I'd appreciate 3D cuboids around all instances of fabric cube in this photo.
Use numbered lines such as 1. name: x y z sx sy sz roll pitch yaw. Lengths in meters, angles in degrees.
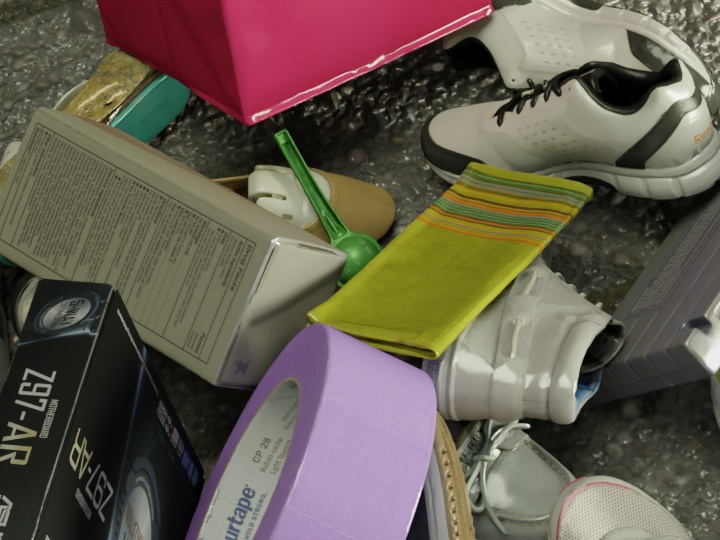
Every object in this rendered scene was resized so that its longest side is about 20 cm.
1. fabric cube: -0.059 -0.242 1.382 0.196 0.200 0.200 -28 34 -24

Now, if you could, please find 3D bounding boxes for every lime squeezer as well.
1. lime squeezer: 0.000 0.000 1.322 0.038 0.071 0.200 -39 54 4

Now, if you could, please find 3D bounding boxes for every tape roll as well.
1. tape roll: -0.035 0.131 1.150 0.065 0.200 0.201 26 58 -13

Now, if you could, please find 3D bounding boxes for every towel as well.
1. towel: 0.053 -0.009 1.246 0.086 0.018 0.200 8 31 30

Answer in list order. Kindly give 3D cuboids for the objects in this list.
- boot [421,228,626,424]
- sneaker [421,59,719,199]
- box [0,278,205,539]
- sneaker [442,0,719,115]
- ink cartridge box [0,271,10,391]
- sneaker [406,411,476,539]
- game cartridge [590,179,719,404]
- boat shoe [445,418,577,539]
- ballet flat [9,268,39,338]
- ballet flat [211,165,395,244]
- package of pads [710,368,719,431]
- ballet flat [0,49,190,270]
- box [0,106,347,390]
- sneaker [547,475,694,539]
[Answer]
1. boot: 0.105 0.032 1.255 0.095 0.074 0.200 8 30 16
2. sneaker: 0.124 -0.093 1.337 0.199 0.080 0.074 0 41 30
3. box: -0.142 0.125 1.151 0.043 0.200 0.161 4 56 15
4. sneaker: 0.140 -0.131 1.405 0.199 0.074 0.080 27 76 32
5. ink cartridge box: -0.284 0.029 1.373 0.115 0.068 0.201 -14 53 4
6. sneaker: 0.010 0.177 1.169 0.108 0.070 0.201 -9 86 11
7. game cartridge: 0.211 -0.010 1.267 0.038 0.130 0.200 41 66 -7
8. boat shoe: 0.040 0.097 1.259 0.202 0.065 0.074 31 66 29
9. ballet flat: -0.167 0.048 1.334 0.068 0.069 0.200 -28 54 -7
10. ballet flat: -0.079 -0.034 1.377 0.199 0.063 0.069 -9 52 5
11. package of pads: 0.291 0.103 1.200 0.154 0.068 0.200 -22 54 -5
12. ballet flat: -0.192 -0.076 1.426 0.070 0.071 0.200 25 56 26
13. box: -0.116 -0.013 1.282 0.200 0.078 0.095 30 100 32
14. sneaker: 0.167 0.182 1.148 0.081 0.088 0.200 -31 62 -10
